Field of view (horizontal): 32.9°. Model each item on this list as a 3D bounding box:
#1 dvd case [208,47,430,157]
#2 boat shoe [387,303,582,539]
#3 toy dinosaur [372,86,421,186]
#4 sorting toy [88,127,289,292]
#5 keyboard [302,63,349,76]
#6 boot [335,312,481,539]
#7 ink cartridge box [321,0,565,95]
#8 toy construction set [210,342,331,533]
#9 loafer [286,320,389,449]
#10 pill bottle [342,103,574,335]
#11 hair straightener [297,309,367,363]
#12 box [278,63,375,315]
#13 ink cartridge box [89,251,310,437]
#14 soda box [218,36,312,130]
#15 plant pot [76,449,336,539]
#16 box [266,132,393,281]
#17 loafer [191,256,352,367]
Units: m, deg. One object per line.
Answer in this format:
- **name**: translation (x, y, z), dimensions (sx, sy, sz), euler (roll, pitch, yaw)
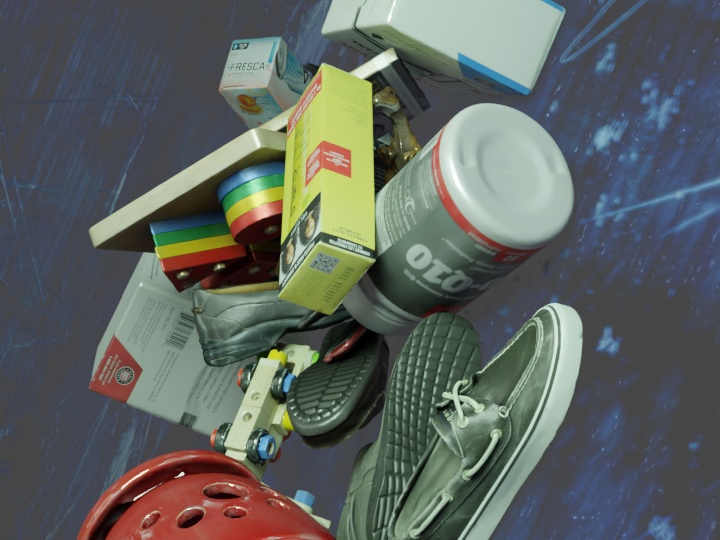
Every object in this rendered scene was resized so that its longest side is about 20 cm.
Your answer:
- **dvd case**: translation (-0.037, -0.125, 1.119), dimensions (0.198, 0.016, 0.149), euler (-30, -15, 8)
- **boat shoe**: translation (0.082, 0.109, 0.820), dimensions (0.202, 0.063, 0.071), euler (-64, 20, 12)
- **toy dinosaur**: translation (0.044, -0.080, 1.122), dimensions (0.201, 0.059, 0.107), euler (86, 176, -51)
- **sorting toy**: translation (-0.106, -0.042, 1.116), dimensions (0.199, 0.198, 0.070), euler (-27, 75, 26)
- **keyboard**: translation (0.004, -0.175, 1.274), dimensions (0.200, 0.103, 0.040), euler (-130, 54, -66)
- **boot**: translation (0.025, 0.135, 0.953), dimensions (0.131, 0.067, 0.202), euler (147, 141, -68)
- **ink cartridge box**: translation (0.066, -0.220, 1.080), dimensions (0.085, 0.145, 0.200), euler (-68, 19, 0)
- **toy construction set**: translation (-0.069, 0.150, 1.105), dimensions (0.091, 0.132, 0.202), euler (-7, 52, 16)
- **loafer**: translation (-0.005, 0.102, 1.016), dimensions (0.072, 0.072, 0.200), euler (-13, 15, 18)
- **pill bottle**: translation (0.064, -0.030, 0.939), dimensions (0.200, 0.113, 0.115), euler (-43, 32, 52)
- **hair straightener**: translation (0.000, 0.000, 1.055), dimensions (0.041, 0.077, 0.200), euler (-37, 5, 39)
- **box**: translation (-0.026, -0.068, 0.966), dimensions (0.075, 0.050, 0.202), euler (-50, 29, 42)
- **ink cartridge box**: translation (-0.172, 0.088, 1.318), dimensions (0.148, 0.198, 0.083), euler (-59, 18, 23)
- **soda box**: translation (-0.079, -0.172, 1.356), dimensions (0.063, 0.200, 0.069), euler (1, 64, 25)
- **plant pot**: translation (-0.116, 0.248, 0.946), dimensions (0.182, 0.199, 0.202), euler (38, 106, 52)
- **box**: translation (-0.050, -0.066, 1.289), dimensions (0.201, 0.105, 0.123), euler (-59, 20, 25)
- **loafer**: translation (-0.059, 0.021, 1.118), dimensions (0.073, 0.198, 0.073), euler (71, 164, -8)
